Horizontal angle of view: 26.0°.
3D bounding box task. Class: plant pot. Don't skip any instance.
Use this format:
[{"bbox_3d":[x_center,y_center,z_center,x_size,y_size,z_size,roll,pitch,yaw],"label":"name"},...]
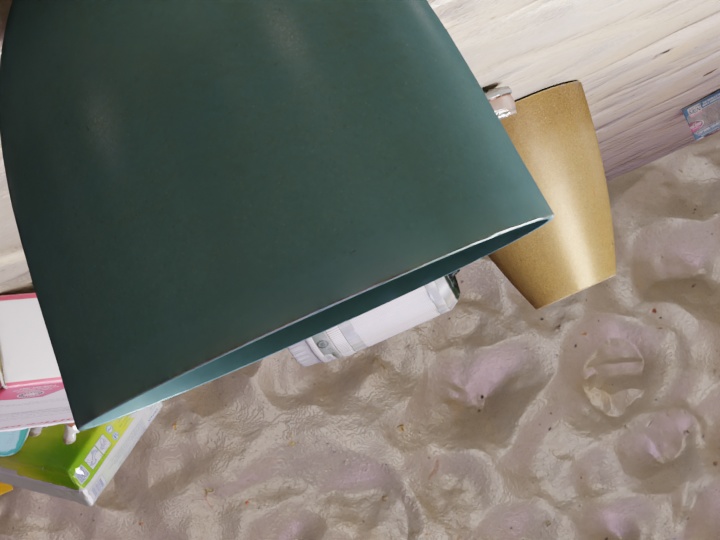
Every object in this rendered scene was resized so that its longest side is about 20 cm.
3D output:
[{"bbox_3d":[-0.049,-0.052,0.605,0.199,0.162,0.201,-24,177,-2],"label":"plant pot"},{"bbox_3d":[0.185,-0.068,1.640,0.185,0.201,0.186,-23,176,-2],"label":"plant pot"}]

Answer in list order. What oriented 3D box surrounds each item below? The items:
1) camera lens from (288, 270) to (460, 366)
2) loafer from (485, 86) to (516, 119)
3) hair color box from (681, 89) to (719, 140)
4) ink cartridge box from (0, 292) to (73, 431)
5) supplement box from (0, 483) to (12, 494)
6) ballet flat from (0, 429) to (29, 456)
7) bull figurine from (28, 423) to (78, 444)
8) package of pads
[{"bbox_3d":[0.000,0.000,1.709,0.199,0.161,0.160,-24,176,7],"label":"camera lens"},{"bbox_3d":[0.059,-0.100,1.421,0.199,0.063,0.072,-25,176,20],"label":"loafer"},{"bbox_3d":[0.647,-0.284,2.651,0.199,0.061,0.100,-20,174,-41],"label":"hair color box"},{"bbox_3d":[-0.287,0.083,1.400,0.145,0.084,0.200,-5,166,-31],"label":"ink cartridge box"},{"bbox_3d":[-0.609,0.284,2.066,0.199,0.134,0.197,-25,177,14],"label":"supplement box"},{"bbox_3d":[-0.360,0.113,1.670,0.069,0.069,0.201,-19,149,-53],"label":"ballet flat"},{"bbox_3d":[-0.376,0.138,1.546,0.198,0.122,0.065,-19,-150,-9],"label":"bull figurine"},{"bbox_3d":[-0.338,0.174,1.767,0.199,0.068,0.155,8,-129,37],"label":"package of pads"}]
